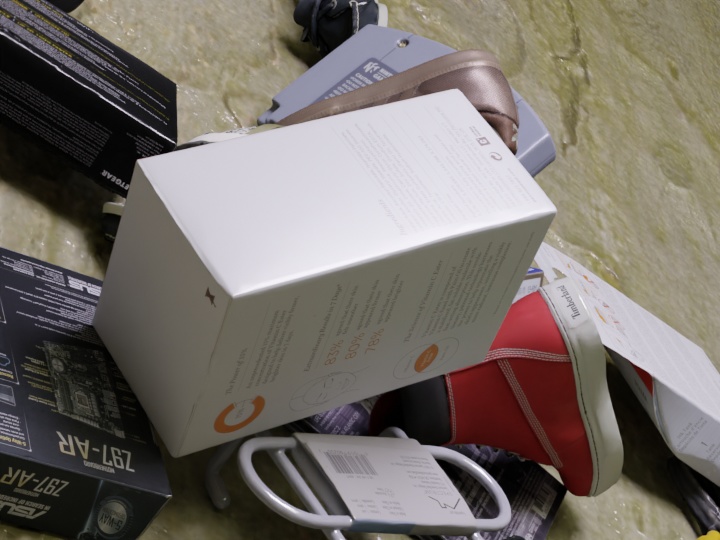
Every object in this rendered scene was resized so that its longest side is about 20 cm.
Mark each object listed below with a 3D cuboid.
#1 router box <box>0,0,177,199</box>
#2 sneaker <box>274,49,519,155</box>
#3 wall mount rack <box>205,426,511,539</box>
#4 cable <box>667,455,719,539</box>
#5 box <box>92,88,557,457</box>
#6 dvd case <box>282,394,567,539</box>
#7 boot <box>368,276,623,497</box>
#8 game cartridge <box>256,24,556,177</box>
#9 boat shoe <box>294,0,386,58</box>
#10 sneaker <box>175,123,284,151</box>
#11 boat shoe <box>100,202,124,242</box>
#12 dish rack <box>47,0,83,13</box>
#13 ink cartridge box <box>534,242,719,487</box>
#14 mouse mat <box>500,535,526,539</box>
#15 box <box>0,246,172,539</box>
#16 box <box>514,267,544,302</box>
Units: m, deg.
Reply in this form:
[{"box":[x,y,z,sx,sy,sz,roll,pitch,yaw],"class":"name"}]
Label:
[{"box":[-0.206,-0.130,1.183,0.200,0.051,0.149,32,13,-15],"class":"router box"},{"box":[0.008,-0.074,1.264,0.076,0.200,0.070,69,10,23],"class":"sneaker"},{"box":[0.009,0.155,1.025,0.200,0.075,0.174,9,35,-46],"class":"wall mount rack"},{"box":[0.256,0.184,1.318,0.097,0.050,0.200,32,27,-9],"class":"cable"},{"box":[-0.020,-0.001,0.996,0.200,0.125,0.098,-15,55,-33],"class":"box"},{"box":[0.033,0.106,1.190,0.200,0.016,0.149,41,27,0],"class":"dvd case"},{"box":[0.080,0.094,1.178,0.200,0.144,0.072,68,-2,-52],"class":"boot"},{"box":[0.035,-0.097,1.346,0.200,0.133,0.042,37,-25,40],"class":"game cartridge"},{"box":[-0.020,-0.203,1.542,0.066,0.075,0.200,17,37,-13],"class":"boat shoe"},{"box":[-0.021,-0.064,1.205,0.199,0.077,0.089,7,26,-7],"class":"sneaker"},{"box":[-0.075,0.020,1.126,0.199,0.066,0.074,23,0,16],"class":"boat shoe"},{"box":[-0.271,-0.261,1.336,0.153,0.055,0.200,14,36,-43],"class":"dish rack"},{"box":[0.191,0.066,1.381,0.200,0.050,0.162,30,17,-25],"class":"ink cartridge box"},{"box":[0.066,0.226,0.983,0.200,0.008,0.161,-7,75,-58],"class":"mouse mat"},{"box":[-0.199,0.045,0.951,0.200,0.044,0.160,20,32,-35],"class":"box"},{"box":[0.000,0.000,1.221,0.200,0.032,0.121,13,12,30],"class":"box"}]
